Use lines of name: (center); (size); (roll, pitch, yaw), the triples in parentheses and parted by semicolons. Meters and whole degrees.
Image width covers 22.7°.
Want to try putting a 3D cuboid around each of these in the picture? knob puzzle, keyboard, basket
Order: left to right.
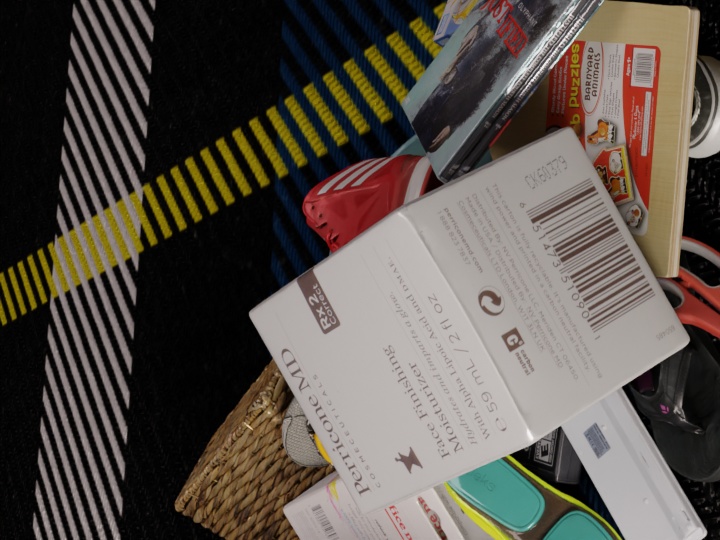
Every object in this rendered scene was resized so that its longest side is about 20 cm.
basket: (-0.049, 0.164, 1.620); (0.200, 0.149, 0.143); (-53, 6, 41)
knob puzzle: (0.159, -0.095, 1.237); (0.219, 0.030, 0.220); (7, 98, 54)
keyboard: (0.169, 0.112, 1.232); (0.056, 0.011, 0.200); (-49, 54, 33)

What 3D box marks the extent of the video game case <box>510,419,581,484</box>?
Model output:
video game case: (0.121, 0.045, 1.345); (0.181, 0.025, 0.201); (10, 91, 61)

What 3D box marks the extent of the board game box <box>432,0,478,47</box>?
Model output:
board game box: (0.134, -0.270, 1.387); (0.135, 0.034, 0.200); (-16, 49, 59)

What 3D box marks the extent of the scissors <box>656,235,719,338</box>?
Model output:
scissors: (0.251, 0.036, 1.147); (0.073, 0.014, 0.200); (-41, 45, -16)

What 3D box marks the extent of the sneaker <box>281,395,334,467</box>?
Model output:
sneaker: (-0.018, 0.115, 1.397); (0.082, 0.078, 0.200); (-44, 2, -32)

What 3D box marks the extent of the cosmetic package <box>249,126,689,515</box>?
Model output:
cosmetic package: (0.068, 0.036, 1.175); (0.200, 0.165, 0.165); (-34, 84, 51)

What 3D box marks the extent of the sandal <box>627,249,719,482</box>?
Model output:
sandal: (0.201, 0.056, 1.206); (0.075, 0.048, 0.201); (-53, 38, 40)

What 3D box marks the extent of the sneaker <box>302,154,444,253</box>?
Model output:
sneaker: (0.000, 0.000, 1.355); (0.115, 0.078, 0.200); (3, 56, 39)

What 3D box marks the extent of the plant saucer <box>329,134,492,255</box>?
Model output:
plant saucer: (0.038, -0.058, 1.466); (0.200, 0.027, 0.200); (-42, 20, 19)

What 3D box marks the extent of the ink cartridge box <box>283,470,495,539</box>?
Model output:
ink cartridge box: (0.035, 0.196, 1.400); (0.117, 0.067, 0.200); (59, 144, 1)

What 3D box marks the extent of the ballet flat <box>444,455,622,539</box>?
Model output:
ballet flat: (0.136, 0.188, 1.256); (0.067, 0.067, 0.200); (-48, 54, 0)

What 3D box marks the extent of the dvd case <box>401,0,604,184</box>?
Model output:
dvd case: (0.106, -0.165, 1.249); (0.200, 0.022, 0.146); (-51, 23, 16)

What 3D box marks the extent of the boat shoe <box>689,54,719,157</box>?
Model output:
boat shoe: (0.192, -0.135, 1.266); (0.200, 0.064, 0.071); (44, 120, 57)
